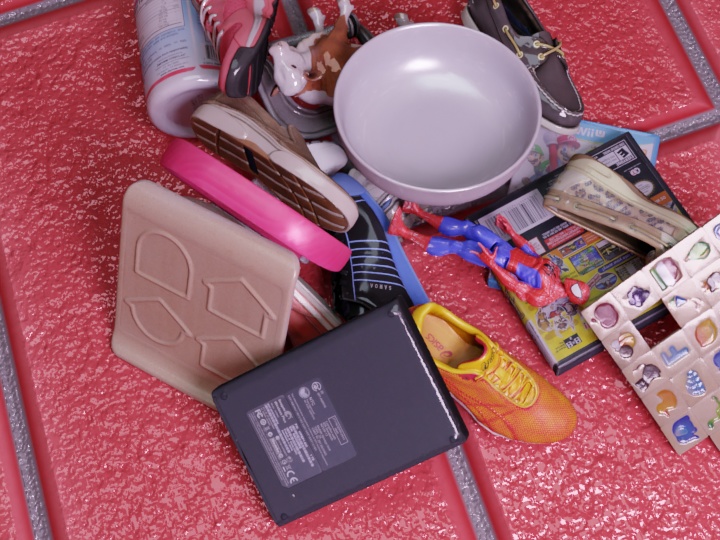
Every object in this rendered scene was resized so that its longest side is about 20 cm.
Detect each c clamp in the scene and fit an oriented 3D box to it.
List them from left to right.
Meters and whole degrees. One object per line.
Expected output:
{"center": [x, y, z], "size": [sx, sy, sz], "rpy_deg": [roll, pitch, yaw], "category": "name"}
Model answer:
{"center": [-0.051, -0.221, 1.295], "size": [0.198, 0.027, 0.173], "rpy_deg": [-15, 76, -32], "category": "c clamp"}

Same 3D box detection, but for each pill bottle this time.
{"center": [-0.185, -0.253, 1.321], "size": [0.107, 0.109, 0.203], "rpy_deg": [-10, 65, -1], "category": "pill bottle"}

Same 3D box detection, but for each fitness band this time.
{"center": [-0.098, -0.057, 1.148], "size": [0.198, 0.144, 0.038], "rpy_deg": [32, 89, 12], "category": "fitness band"}

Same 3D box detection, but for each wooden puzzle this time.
{"center": [-0.146, 0.029, 1.170], "size": [0.183, 0.202, 0.046], "rpy_deg": [26, 36, 14], "category": "wooden puzzle"}

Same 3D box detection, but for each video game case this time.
{"center": [0.218, -0.062, 1.259], "size": [0.141, 0.018, 0.203], "rpy_deg": [12, 67, 10], "category": "video game case"}
{"center": [0.229, -0.020, 1.217], "size": [0.198, 0.026, 0.182], "rpy_deg": [-27, 67, -9], "category": "video game case"}

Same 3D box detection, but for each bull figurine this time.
{"center": [-0.007, -0.211, 1.265], "size": [0.197, 0.065, 0.123], "rpy_deg": [15, 66, -24], "category": "bull figurine"}

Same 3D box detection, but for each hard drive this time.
{"center": [-0.019, 0.128, 1.115], "size": [0.198, 0.033, 0.141], "rpy_deg": [-26, 93, 16], "category": "hard drive"}

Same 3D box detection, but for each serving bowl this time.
{"center": [0.071, -0.140, 1.189], "size": [0.196, 0.066, 0.203], "rpy_deg": [1, 59, -2], "category": "serving bowl"}

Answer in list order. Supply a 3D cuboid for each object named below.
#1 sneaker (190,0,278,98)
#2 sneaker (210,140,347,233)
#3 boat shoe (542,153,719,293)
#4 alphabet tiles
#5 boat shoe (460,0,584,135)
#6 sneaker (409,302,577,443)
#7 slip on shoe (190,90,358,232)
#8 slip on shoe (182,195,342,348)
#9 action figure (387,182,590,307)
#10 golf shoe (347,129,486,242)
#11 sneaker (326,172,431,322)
{"center": [-0.130, -0.244, 1.224], "size": [0.085, 0.074, 0.202], "rpy_deg": [10, 48, -3], "category": "sneaker"}
{"center": [-0.090, -0.056, 1.259], "size": [0.199, 0.075, 0.088], "rpy_deg": [-38, 81, -5], "category": "sneaker"}
{"center": [0.265, -0.030, 1.170], "size": [0.199, 0.073, 0.063], "rpy_deg": [37, 81, 21], "category": "boat shoe"}
{"center": [0.324, 0.070, 1.131], "size": [0.166, 0.008, 0.201], "rpy_deg": [-35, 98, 8], "category": "alphabet tiles"}
{"center": [0.175, -0.229, 1.294], "size": [0.071, 0.061, 0.203], "rpy_deg": [-7, 54, -39], "category": "boat shoe"}
{"center": [0.118, 0.101, 1.142], "size": [0.198, 0.077, 0.074], "rpy_deg": [31, 74, -11], "category": "sneaker"}
{"center": [-0.074, -0.112, 1.198], "size": [0.199, 0.076, 0.061], "rpy_deg": [33, 65, 23], "category": "slip on shoe"}
{"center": [-0.105, 0.005, 1.190], "size": [0.200, 0.074, 0.061], "rpy_deg": [44, 93, -13], "category": "slip on shoe"}
{"center": [0.126, -0.018, 1.171], "size": [0.198, 0.052, 0.066], "rpy_deg": [28, 41, 6], "category": "action figure"}
{"center": [0.074, -0.122, 1.268], "size": [0.199, 0.079, 0.097], "rpy_deg": [-35, 62, -13], "category": "golf shoe"}
{"center": [0.000, 0.000, 1.202], "size": [0.077, 0.070, 0.202], "rpy_deg": [-24, 74, -27], "category": "sneaker"}
